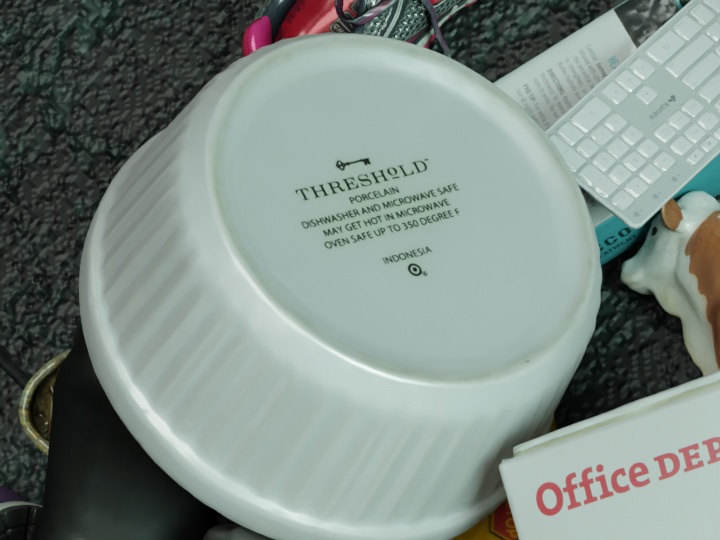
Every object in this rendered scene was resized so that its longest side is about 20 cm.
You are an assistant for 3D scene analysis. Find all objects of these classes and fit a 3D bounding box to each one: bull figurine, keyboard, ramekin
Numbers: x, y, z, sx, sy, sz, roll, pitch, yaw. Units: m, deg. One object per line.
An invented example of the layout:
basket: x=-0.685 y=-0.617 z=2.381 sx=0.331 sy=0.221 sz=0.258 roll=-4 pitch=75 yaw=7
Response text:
bull figurine: x=0.192 y=0.036 z=1.057 sx=0.200 sy=0.065 sz=0.121 roll=10 pitch=81 yaw=22
keyboard: x=0.157 y=-0.094 z=1.084 sx=0.056 sy=0.011 sz=0.200 roll=43 pitch=66 yaw=13
ramekin: x=0.000 y=0.000 z=1.002 sx=0.202 sy=0.094 sz=0.202 roll=13 pitch=54 yaw=-18

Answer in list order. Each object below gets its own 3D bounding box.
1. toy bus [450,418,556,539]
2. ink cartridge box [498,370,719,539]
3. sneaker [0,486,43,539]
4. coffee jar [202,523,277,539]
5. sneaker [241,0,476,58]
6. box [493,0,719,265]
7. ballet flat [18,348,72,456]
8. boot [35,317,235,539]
toy bus: x=0.069 y=0.140 z=1.070 sx=0.078 sy=0.065 sz=0.200 roll=-4 pitch=75 yaw=18
ink cartridge box: x=0.147 y=0.136 z=0.915 sx=0.145 sy=0.087 sz=0.200 roll=-24 pitch=79 yaw=44
sneaker: x=-0.181 y=0.190 z=1.153 sx=0.088 sy=0.076 sz=0.200 roll=18 pitch=92 yaw=53
coffee jar: x=-0.048 y=0.193 z=1.036 sx=0.085 sy=0.104 sz=0.200 roll=28 pitch=100 yaw=26
sneaker: x=0.027 y=-0.144 z=1.154 sx=0.081 sy=0.075 sz=0.200 roll=37 pitch=89 yaw=23
box: x=0.068 y=-0.034 z=1.124 sx=0.200 sy=0.049 sz=0.082 roll=-31 pitch=70 yaw=9
ballet flat: x=-0.064 y=0.054 z=1.107 sx=0.200 sy=0.071 sz=0.071 roll=-7 pitch=73 yaw=37
boot: x=-0.116 y=0.128 z=1.038 sx=0.079 sy=0.211 sz=0.158 roll=20 pitch=40 yaw=25
